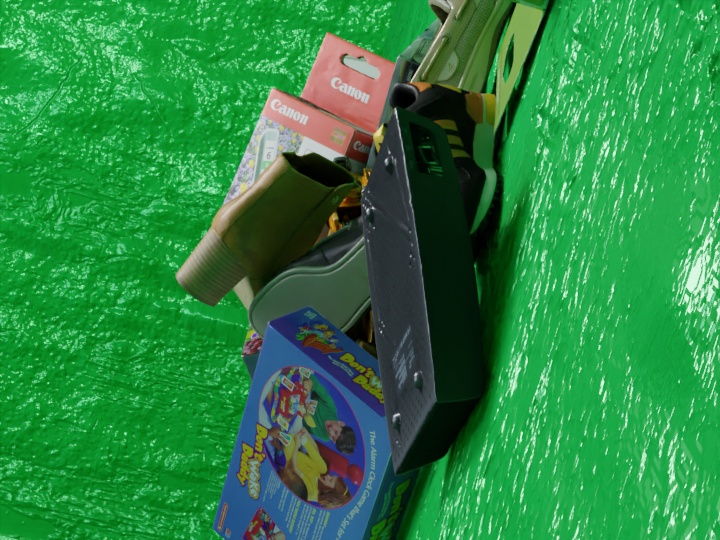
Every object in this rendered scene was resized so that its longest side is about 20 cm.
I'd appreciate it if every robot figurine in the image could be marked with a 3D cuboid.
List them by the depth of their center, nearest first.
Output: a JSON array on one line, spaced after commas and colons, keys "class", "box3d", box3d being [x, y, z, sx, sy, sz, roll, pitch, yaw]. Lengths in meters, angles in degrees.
[{"class": "robot figurine", "box3d": [0.000, 0.000, 1.472, 0.146, 0.058, 0.201, -103, 10, -49]}]

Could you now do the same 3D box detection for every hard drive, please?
[{"class": "hard drive", "box3d": [0.037, 0.014, 1.071, 0.135, 0.042, 0.202, 112, 155, -60]}]

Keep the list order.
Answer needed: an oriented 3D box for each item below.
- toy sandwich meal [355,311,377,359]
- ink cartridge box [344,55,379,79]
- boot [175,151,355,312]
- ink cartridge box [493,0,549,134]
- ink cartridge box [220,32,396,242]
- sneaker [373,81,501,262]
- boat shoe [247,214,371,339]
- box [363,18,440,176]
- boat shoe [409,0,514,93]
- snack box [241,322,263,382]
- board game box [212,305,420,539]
[{"class": "toy sandwich meal", "box3d": [0.014, 0.073, 1.321, 0.205, 0.070, 0.207, -165, 90, -86]}, {"class": "ink cartridge box", "box3d": [-0.002, -0.101, 1.690, 0.200, 0.083, 0.146, 72, -147, -65]}, {"class": "boot", "box3d": [-0.052, -0.024, 1.369, 0.144, 0.071, 0.201, -45, -23, 12]}, {"class": "ink cartridge box", "box3d": [0.096, -0.222, 1.198, 0.148, 0.075, 0.201, -81, 8, -58]}, {"class": "ink cartridge box", "box3d": [-0.044, -0.113, 1.546, 0.050, 0.109, 0.201, 13, -77, -57]}, {"class": "sneaker", "box3d": [0.049, -0.069, 1.203, 0.201, 0.089, 0.070, -80, 7, -54]}, {"class": "boat shoe", "box3d": [-0.003, -0.002, 1.299, 0.199, 0.067, 0.057, -32, 8, 34]}, {"class": "box", "box3d": [0.048, -0.124, 1.547, 0.137, 0.040, 0.201, -52, -18, -56]}, {"class": "boat shoe", "box3d": [0.087, -0.213, 1.346, 0.072, 0.064, 0.202, 131, 159, -83]}, {"class": "snack box", "box3d": [-0.045, 0.104, 1.549, 0.200, 0.067, 0.170, -81, -26, -69]}, {"class": "board game box", "box3d": [-0.030, 0.147, 1.227, 0.045, 0.134, 0.201, -21, -42, -44]}]
